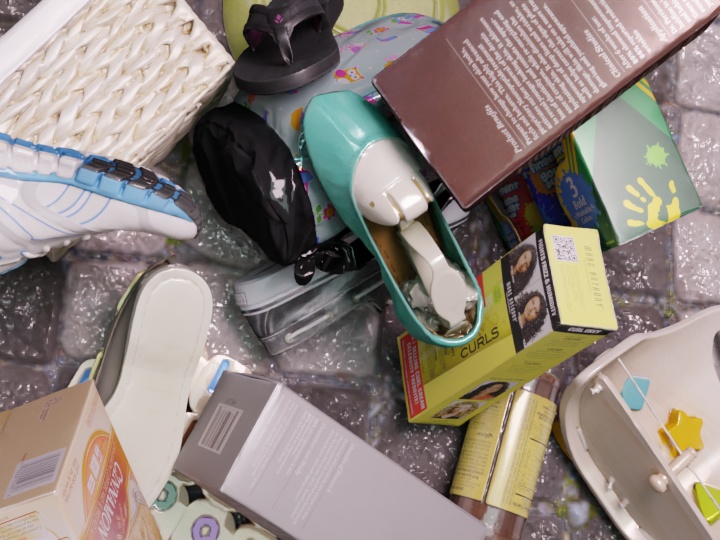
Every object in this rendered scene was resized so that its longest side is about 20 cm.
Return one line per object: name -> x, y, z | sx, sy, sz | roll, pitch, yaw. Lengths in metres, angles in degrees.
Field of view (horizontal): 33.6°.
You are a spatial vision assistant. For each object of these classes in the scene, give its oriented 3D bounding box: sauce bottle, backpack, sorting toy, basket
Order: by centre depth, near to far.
basket -> -0.197, -0.115, 0.851 | 0.123, 0.135, 0.200 | 46, 76, -6
backpack -> -0.007, -0.098, 0.860 | 0.198, 0.167, 0.128 | -27, 130, -18
sauce bottle -> 0.097, 0.170, 0.902 | 0.064, 0.065, 0.203 | 21, 78, -8
sorting toy -> 0.265, 0.123, 0.934 | 0.179, 0.107, 0.201 | -34, 89, -22

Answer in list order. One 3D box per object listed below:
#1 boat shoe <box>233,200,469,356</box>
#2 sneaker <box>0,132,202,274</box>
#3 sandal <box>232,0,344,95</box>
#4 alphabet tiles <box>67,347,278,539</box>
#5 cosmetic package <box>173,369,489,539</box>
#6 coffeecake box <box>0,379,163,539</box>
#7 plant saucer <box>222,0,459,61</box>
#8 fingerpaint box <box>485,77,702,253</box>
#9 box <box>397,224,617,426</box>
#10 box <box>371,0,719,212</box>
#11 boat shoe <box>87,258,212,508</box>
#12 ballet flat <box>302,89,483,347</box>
boat shoe -> 0.000, 0.000, 0.914 | 0.198, 0.072, 0.072 | -25, 106, -12
sneaker -> -0.200, -0.036, 0.750 | 0.197, 0.075, 0.088 | 13, 99, -11
sandal -> -0.053, -0.175, 0.836 | 0.074, 0.201, 0.048 | -13, 119, 9
alphabet tiles -> -0.139, 0.154, 0.879 | 0.198, 0.015, 0.197 | 30, 77, -6
cosmetic package -> -0.020, 0.159, 0.833 | 0.199, 0.106, 0.091 | 35, 74, -24
coffeecake box -> -0.172, 0.197, 0.752 | 0.072, 0.154, 0.202 | -19, 109, 1
plant saucer -> -0.010, -0.210, 0.957 | 0.197, 0.031, 0.203 | 2, 81, -12
fingerpaint box -> 0.145, -0.089, 0.883 | 0.073, 0.200, 0.169 | -22, 87, -14
box -> 0.097, 0.044, 0.845 | 0.049, 0.200, 0.076 | 6, 64, -27
box -> 0.115, -0.135, 0.748 | 0.199, 0.075, 0.101 | -36, 86, 4
boat shoe -> -0.159, 0.090, 0.843 | 0.071, 0.060, 0.204 | 18, 96, -23
ballet flat -> 0.031, -0.030, 0.780 | 0.067, 0.070, 0.201 | -37, 118, -17
